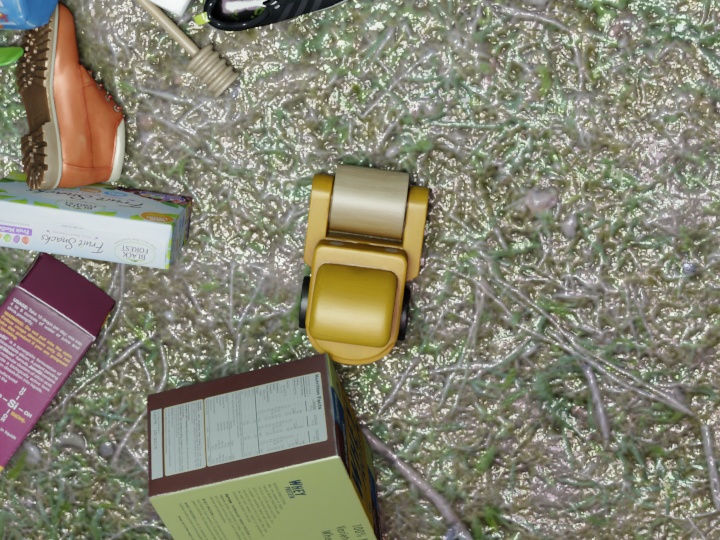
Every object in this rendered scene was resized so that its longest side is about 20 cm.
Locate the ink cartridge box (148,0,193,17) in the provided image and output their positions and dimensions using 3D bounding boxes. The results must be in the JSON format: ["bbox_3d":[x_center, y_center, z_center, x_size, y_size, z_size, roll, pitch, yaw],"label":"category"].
[{"bbox_3d":[-0.161,-0.362,1.632,0.087,0.145,0.200,28,104,-6],"label":"ink cartridge box"}]

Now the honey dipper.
[{"bbox_3d":[-0.207,-0.261,1.720,0.200,0.038,0.038,44,103,-7],"label":"honey dipper"}]

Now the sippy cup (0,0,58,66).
[{"bbox_3d":[-0.372,-0.296,1.652,0.130,0.178,0.140,11,75,17],"label":"sippy cup"}]

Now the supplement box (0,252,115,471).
[{"bbox_3d":[-0.366,0.099,1.782,0.103,0.131,0.200,35,105,-8],"label":"supplement box"}]

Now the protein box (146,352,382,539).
[{"bbox_3d":[-0.099,0.216,1.754,0.199,0.135,0.199,-13,138,7],"label":"protein box"}]

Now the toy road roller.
[{"bbox_3d":[0.000,0.000,1.724,0.122,0.146,0.201,7,106,1],"label":"toy road roller"}]

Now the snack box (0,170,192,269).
[{"bbox_3d":[-0.284,-0.054,1.727,0.199,0.142,0.053,8,106,1],"label":"snack box"}]

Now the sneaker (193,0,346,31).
[{"bbox_3d":[-0.072,-0.283,1.682,0.199,0.083,0.072,-22,104,9],"label":"sneaker"}]

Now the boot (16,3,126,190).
[{"bbox_3d":[-0.298,-0.184,1.735,0.107,0.075,0.201,-2,89,-33],"label":"boot"}]
